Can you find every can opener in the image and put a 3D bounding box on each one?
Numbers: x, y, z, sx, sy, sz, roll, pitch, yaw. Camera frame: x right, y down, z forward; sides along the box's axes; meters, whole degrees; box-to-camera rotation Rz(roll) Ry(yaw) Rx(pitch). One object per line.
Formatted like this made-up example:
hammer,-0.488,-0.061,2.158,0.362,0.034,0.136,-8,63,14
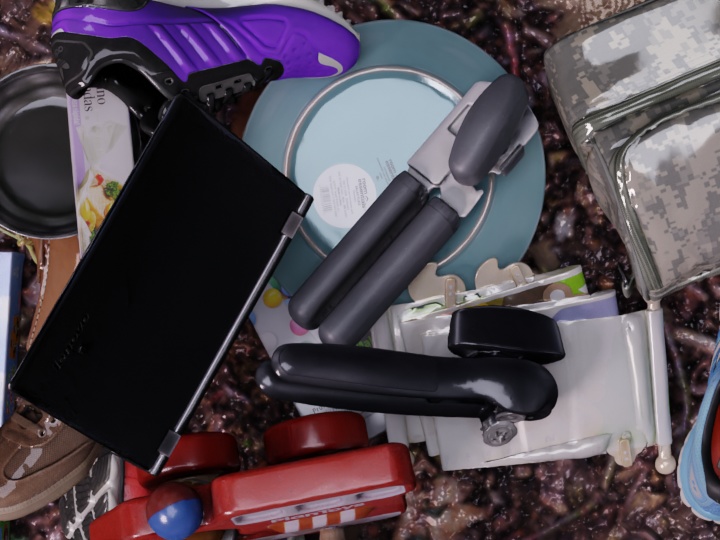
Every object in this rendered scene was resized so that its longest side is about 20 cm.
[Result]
can opener,0.032,0.067,1.355,0.199,0.063,0.079,0,59,-19
can opener,0.031,-0.041,1.364,0.053,0.067,0.200,38,82,21

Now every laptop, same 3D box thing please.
laptop,-0.125,0.009,1.303,0.116,0.200,0.188,32,82,-15

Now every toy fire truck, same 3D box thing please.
toy fire truck,-0.065,0.142,1.332,0.198,0.168,0.113,-9,75,0

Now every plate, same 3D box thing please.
plate,0.019,-0.061,1.416,0.199,0.026,0.202,0,88,5

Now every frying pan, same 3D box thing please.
frying pan,-0.168,-0.049,1.406,0.190,0.031,0.115,42,79,6

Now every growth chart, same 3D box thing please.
growth chart,0.103,0.062,1.408,0.198,0.018,0.146,-1,103,-2

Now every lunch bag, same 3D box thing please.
lunch bag,0.230,-0.086,1.366,0.199,0.139,0.169,-21,78,4

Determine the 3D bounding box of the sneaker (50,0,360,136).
sneaker,-0.096,-0.122,1.366,0.199,0.070,0.100,7,70,-20

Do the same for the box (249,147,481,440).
box,0.000,0.000,1.447,0.155,0.041,0.201,-28,84,4

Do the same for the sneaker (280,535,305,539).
sneaker,0.010,0.233,1.422,0.199,0.067,0.090,30,97,10

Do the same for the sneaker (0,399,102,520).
sneaker,-0.181,0.069,1.406,0.070,0.076,0.200,21,53,37

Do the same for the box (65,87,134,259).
box,-0.159,-0.064,1.378,0.038,0.041,0.201,-5,74,-8

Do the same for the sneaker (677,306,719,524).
sneaker,0.256,0.062,1.390,0.078,0.090,0.201,15,86,7

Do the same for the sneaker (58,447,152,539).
sneaker,-0.140,0.179,1.447,0.084,0.077,0.201,1,69,-34

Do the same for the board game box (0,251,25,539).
board game box,-0.305,0.085,1.480,0.150,0.037,0.202,2,87,7

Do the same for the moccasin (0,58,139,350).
moccasin,-0.195,-0.041,1.454,0.077,0.074,0.203,6,88,9
